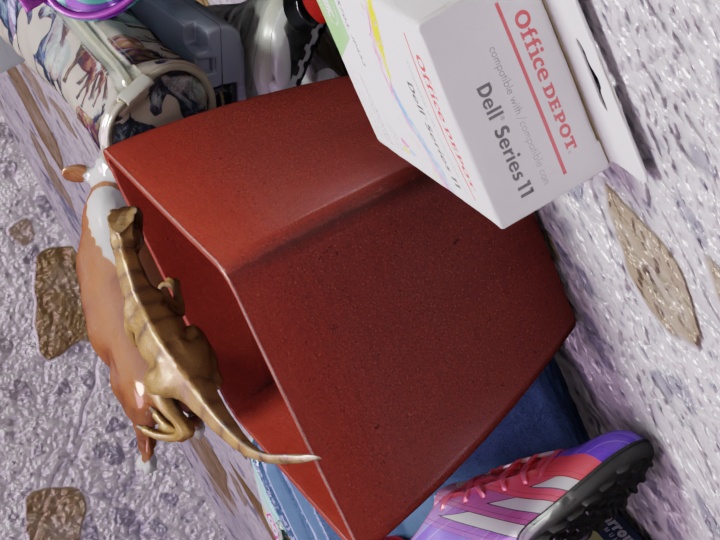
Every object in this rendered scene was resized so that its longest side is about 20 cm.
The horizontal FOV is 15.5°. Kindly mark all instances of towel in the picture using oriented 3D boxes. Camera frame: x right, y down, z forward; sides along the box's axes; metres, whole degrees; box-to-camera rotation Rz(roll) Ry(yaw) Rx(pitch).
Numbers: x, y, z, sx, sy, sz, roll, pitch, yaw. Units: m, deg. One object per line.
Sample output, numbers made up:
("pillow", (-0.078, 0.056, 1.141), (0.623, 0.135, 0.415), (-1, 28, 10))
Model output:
("towel", (0.040, 0.114, 1.576), (0.112, 0.199, 0.049), (67, -158, -8))

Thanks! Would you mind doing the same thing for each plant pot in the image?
("plant pot", (0.000, 0.000, 1.469), (0.200, 0.176, 0.200), (41, 158, 57))

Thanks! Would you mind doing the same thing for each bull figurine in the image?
("bull figurine", (-0.136, 0.023, 1.616), (0.122, 0.065, 0.201), (85, 172, -54))

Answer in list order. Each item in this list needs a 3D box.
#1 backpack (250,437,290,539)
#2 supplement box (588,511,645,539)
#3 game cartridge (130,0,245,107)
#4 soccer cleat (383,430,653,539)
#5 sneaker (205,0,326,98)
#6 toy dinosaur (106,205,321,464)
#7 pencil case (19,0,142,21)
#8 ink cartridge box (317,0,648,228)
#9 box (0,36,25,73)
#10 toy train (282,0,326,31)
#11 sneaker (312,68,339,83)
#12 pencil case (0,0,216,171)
("backpack", (0.023, 0.139, 1.721), (0.200, 0.175, 0.154), (50, 169, 34))
("supplement box", (0.105, 0.267, 1.630), (0.134, 0.200, 0.200), (46, 162, 46))
("game cartridge", (-0.114, -0.080, 1.649), (0.133, 0.041, 0.201), (34, 133, 48))
("soccer cleat", (0.082, 0.138, 1.500), (0.200, 0.068, 0.073), (-43, 67, 33))
("sneaker", (-0.071, -0.136, 1.640), (0.081, 0.075, 0.200), (26, 169, -6))
("toy dinosaur", (-0.094, 0.058, 1.424), (0.200, 0.060, 0.106), (54, 166, 23))
("pencil case", (-0.135, -0.200, 1.533), (0.085, 0.092, 0.200), (61, -164, -8))
("ink cartridge box", (0.051, -0.098, 1.265), (0.117, 0.067, 0.200), (65, 168, -25))
("box", (-0.212, -0.261, 1.674), (0.131, 0.200, 0.199), (53, 167, 34))
("toy train", (-0.011, -0.156, 1.451), (0.034, 0.046, 0.200), (60, 169, -5))
("sneaker", (-0.003, -0.054, 1.667), (0.200, 0.075, 0.089), (86, 167, -61))
("pencil case", (-0.158, -0.130, 1.574), (0.089, 0.078, 0.200), (45, -178, -45))
